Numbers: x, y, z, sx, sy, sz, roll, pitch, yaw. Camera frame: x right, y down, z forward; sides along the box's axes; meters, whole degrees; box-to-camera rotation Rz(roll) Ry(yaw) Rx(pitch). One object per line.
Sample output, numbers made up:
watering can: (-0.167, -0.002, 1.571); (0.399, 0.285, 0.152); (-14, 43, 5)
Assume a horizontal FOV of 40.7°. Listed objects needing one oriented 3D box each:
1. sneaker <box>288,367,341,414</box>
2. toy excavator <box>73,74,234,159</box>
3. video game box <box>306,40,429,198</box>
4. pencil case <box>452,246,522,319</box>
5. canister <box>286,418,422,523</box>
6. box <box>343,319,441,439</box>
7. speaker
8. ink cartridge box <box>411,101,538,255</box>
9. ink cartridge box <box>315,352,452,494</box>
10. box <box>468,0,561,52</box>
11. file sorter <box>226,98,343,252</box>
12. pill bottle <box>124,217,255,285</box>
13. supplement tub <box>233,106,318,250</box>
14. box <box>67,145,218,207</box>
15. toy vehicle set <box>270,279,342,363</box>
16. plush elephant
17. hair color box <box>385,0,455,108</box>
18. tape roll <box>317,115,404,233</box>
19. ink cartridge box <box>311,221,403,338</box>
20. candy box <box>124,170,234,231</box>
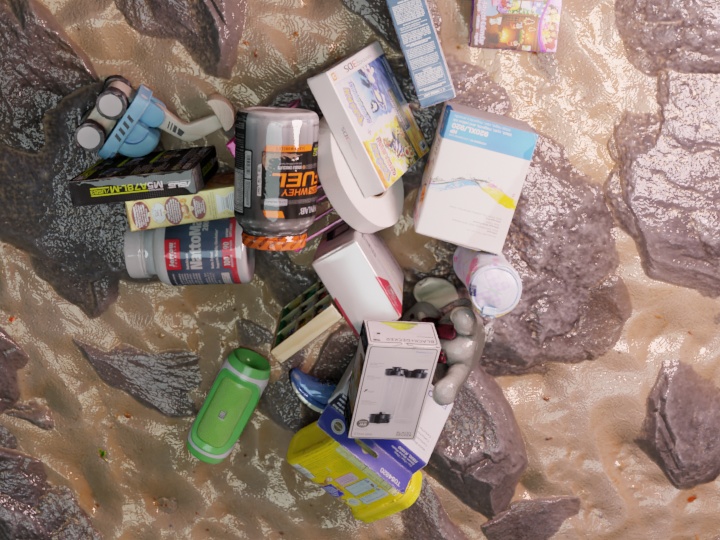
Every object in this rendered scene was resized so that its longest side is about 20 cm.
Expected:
sneaker: (-0.035, 0.213, 1.703); (0.200, 0.079, 0.089); (27, 99, -14)
toy excavator: (-0.331, -0.240, 1.570); (0.200, 0.100, 0.195); (33, 107, -21)
video game box: (0.017, -0.238, 1.504); (0.047, 0.182, 0.200); (-17, 108, 37)
pencil case: (0.201, 0.008, 1.562); (0.083, 0.200, 0.091); (-2, 107, -2)
canister: (-0.012, 0.342, 1.690); (0.148, 0.087, 0.200); (-30, 120, 33)
box: (0.047, 0.173, 1.517); (0.117, 0.060, 0.200); (3, 126, -11)
speaker: (-0.232, 0.239, 1.705); (0.088, 0.088, 0.200); (26, 106, -6)
ink cartridge box: (0.177, -0.149, 1.542); (0.145, 0.147, 0.200); (15, 106, -3)
ink cartridge box: (0.047, 0.241, 1.645); (0.200, 0.200, 0.041); (40, 138, -10)
box: (0.245, -0.445, 1.508); (0.137, 0.039, 0.200); (3, 107, 0)
file sorter: (-0.100, -0.159, 1.554); (0.125, 0.139, 0.200); (-30, 103, 9)
pill bottle: (-0.281, -0.035, 1.606); (0.200, 0.120, 0.120); (-3, 107, 3)
supplement tub: (-0.124, -0.136, 1.426); (0.122, 0.123, 0.200); (3, 104, 1)
box: (-0.336, -0.151, 1.532); (0.193, 0.200, 0.048); (-8, 107, 3)
toy vehicle set: (-0.084, 0.070, 1.590); (0.124, 0.200, 0.027); (-38, 103, 11)
plush elephant: (0.125, 0.105, 1.624); (0.155, 0.200, 0.165); (17, 108, 20)
hair color box: (0.090, -0.361, 1.507); (0.060, 0.100, 0.200); (-17, 105, 8)
tape roll: (0.000, -0.158, 1.521); (0.037, 0.203, 0.203); (-18, 107, 30)
ink cartridge box: (0.000, 0.000, 1.565); (0.086, 0.200, 0.148); (-30, 103, 11)
candy box: (-0.274, -0.115, 1.563); (0.200, 0.115, 0.055); (-8, 108, -9)
